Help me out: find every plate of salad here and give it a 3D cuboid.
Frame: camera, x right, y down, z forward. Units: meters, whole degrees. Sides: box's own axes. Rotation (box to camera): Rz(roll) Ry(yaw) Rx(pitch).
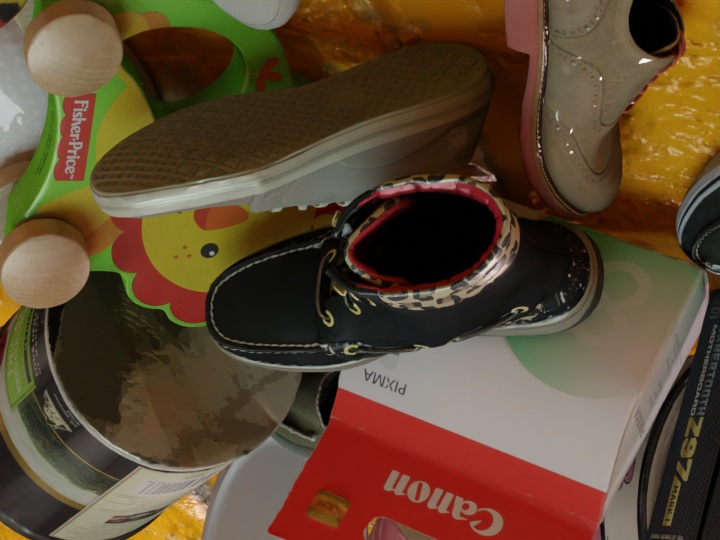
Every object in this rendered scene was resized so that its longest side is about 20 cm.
[{"bbox_3d":[-0.041,0.169,1.575,0.048,0.202,0.200,11,156,-29],"label":"plate of salad"}]

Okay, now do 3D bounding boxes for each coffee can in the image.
[{"bbox_3d":[-0.133,0.063,1.481,0.146,0.147,0.200,28,153,-13],"label":"coffee can"}]

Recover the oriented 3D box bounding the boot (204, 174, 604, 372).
[{"bbox_3d":[0.001,-0.002,1.245,0.202,0.074,0.154,-7,169,18],"label":"boot"}]

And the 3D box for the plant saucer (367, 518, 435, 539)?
[{"bbox_3d":[0.095,0.135,1.447,0.199,0.201,0.051,1,121,28],"label":"plant saucer"}]

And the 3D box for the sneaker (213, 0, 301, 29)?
[{"bbox_3d":[-0.096,-0.163,1.177,0.075,0.092,0.200,-5,141,36],"label":"sneaker"}]

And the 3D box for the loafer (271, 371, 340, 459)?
[{"bbox_3d":[-0.001,0.068,1.468,0.199,0.075,0.070,17,152,45],"label":"loafer"}]

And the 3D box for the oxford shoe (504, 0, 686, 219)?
[{"bbox_3d":[0.110,-0.088,1.198,0.074,0.071,0.200,4,148,13],"label":"oxford shoe"}]

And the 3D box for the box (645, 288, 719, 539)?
[{"bbox_3d":[0.244,0.113,1.307,0.199,0.159,0.051,21,170,-22],"label":"box"}]

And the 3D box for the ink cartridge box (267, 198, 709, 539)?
[{"bbox_3d":[0.060,0.063,1.305,0.160,0.201,0.050,20,155,26],"label":"ink cartridge box"}]

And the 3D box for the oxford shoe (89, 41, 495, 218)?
[{"bbox_3d":[-0.029,-0.053,1.255,0.199,0.075,0.058,-16,129,-8],"label":"oxford shoe"}]

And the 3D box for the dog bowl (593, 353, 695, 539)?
[{"bbox_3d":[0.204,0.129,1.366,0.200,0.201,0.074,36,158,-24],"label":"dog bowl"}]

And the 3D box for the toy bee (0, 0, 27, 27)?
[{"bbox_3d":[-0.186,-0.195,1.169,0.131,0.109,0.200,43,177,20],"label":"toy bee"}]

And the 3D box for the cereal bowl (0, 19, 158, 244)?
[{"bbox_3d":[-0.210,-0.075,1.390,0.199,0.084,0.201,15,149,9],"label":"cereal bowl"}]

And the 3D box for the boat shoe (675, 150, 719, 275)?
[{"bbox_3d":[0.213,-0.025,1.229,0.072,0.071,0.200,33,150,-22],"label":"boat shoe"}]

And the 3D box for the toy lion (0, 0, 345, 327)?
[{"bbox_3d":[-0.085,-0.058,1.317,0.190,0.069,0.201,-1,127,-18],"label":"toy lion"}]
